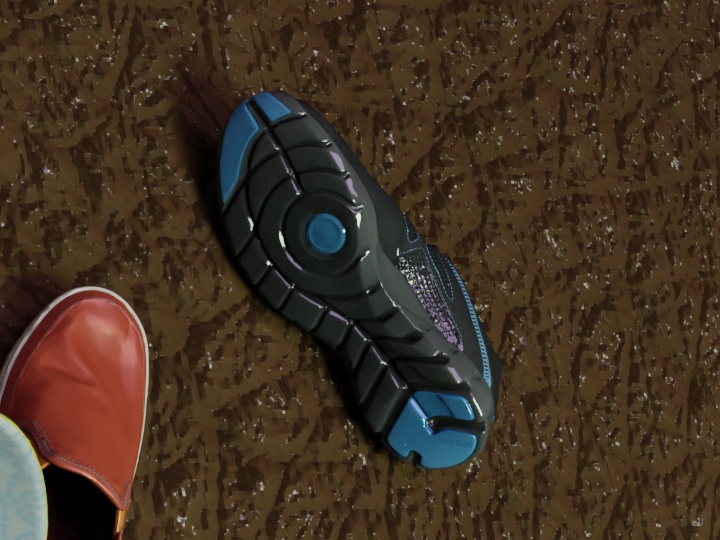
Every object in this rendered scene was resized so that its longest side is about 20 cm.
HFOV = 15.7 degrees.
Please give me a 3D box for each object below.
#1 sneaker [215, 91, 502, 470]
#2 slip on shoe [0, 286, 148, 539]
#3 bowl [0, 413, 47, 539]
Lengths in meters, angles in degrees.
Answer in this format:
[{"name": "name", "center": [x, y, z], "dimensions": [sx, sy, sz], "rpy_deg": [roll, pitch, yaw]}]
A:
[{"name": "sneaker", "center": [0.000, 0.000, 1.255], "dimensions": [0.200, 0.073, 0.082], "rpy_deg": [59, 26, -10]}, {"name": "slip on shoe", "center": [-0.121, 0.089, 1.084], "dimensions": [0.074, 0.061, 0.200], "rpy_deg": [34, 47, -24]}, {"name": "bowl", "center": [-0.212, 0.122, 0.927], "dimensions": [0.107, 0.201, 0.200], "rpy_deg": [22, 38, 22]}]
